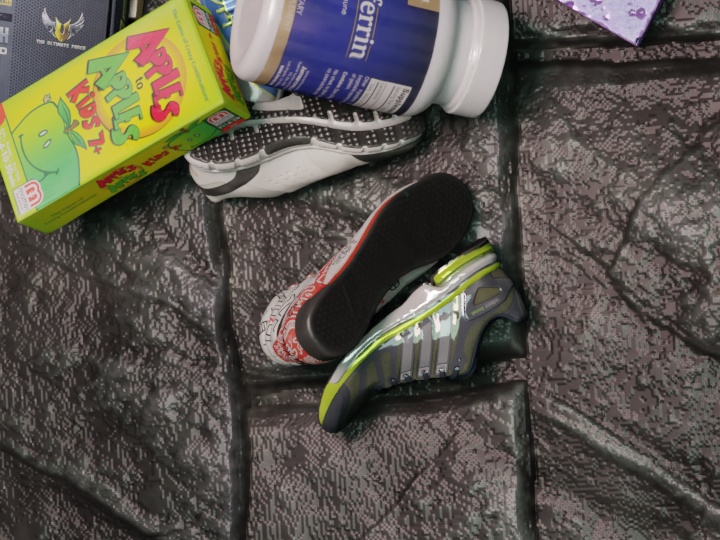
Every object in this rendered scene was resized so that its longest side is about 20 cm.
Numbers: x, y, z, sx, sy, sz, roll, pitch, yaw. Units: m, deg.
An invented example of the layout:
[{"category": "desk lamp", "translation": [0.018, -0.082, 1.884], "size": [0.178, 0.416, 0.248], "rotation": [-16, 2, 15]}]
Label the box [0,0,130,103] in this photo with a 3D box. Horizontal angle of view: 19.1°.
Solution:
[{"category": "box", "translation": [-0.292, -0.201, 1.764], "size": [0.199, 0.051, 0.158], "rotation": [10, 103, 10]}]

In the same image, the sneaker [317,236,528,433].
[{"category": "sneaker", "translation": [0.048, 0.066, 1.699], "size": [0.200, 0.074, 0.081], "rotation": [-42, 84, 8]}]

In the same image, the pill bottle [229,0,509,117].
[{"category": "pill bottle", "translation": [0.007, -0.184, 1.662], "size": [0.199, 0.116, 0.116], "rotation": [11, 90, -17]}]

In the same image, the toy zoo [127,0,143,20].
[{"category": "toy zoo", "translation": [-0.274, -0.283, 1.795], "size": [0.199, 0.020, 0.132], "rotation": [7, 90, 11]}]

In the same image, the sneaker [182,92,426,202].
[{"category": "sneaker", "translation": [-0.045, -0.104, 1.730], "size": [0.199, 0.080, 0.074], "rotation": [-7, 58, -4]}]

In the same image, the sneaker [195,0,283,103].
[{"category": "sneaker", "translation": [-0.112, -0.221, 1.720], "size": [0.075, 0.105, 0.201], "rotation": [-14, 85, 10]}]

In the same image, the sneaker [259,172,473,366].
[{"category": "sneaker", "translation": [-0.001, 0.000, 1.710], "size": [0.067, 0.108, 0.201], "rotation": [49, 61, -13]}]

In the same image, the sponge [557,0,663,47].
[{"category": "sponge", "translation": [0.220, -0.292, 1.699], "size": [0.111, 0.030, 0.201], "rotation": [29, 94, 10]}]

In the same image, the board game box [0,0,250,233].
[{"category": "board game box", "translation": [-0.195, -0.122, 1.688], "size": [0.199, 0.048, 0.102], "rotation": [-29, 68, 18]}]
